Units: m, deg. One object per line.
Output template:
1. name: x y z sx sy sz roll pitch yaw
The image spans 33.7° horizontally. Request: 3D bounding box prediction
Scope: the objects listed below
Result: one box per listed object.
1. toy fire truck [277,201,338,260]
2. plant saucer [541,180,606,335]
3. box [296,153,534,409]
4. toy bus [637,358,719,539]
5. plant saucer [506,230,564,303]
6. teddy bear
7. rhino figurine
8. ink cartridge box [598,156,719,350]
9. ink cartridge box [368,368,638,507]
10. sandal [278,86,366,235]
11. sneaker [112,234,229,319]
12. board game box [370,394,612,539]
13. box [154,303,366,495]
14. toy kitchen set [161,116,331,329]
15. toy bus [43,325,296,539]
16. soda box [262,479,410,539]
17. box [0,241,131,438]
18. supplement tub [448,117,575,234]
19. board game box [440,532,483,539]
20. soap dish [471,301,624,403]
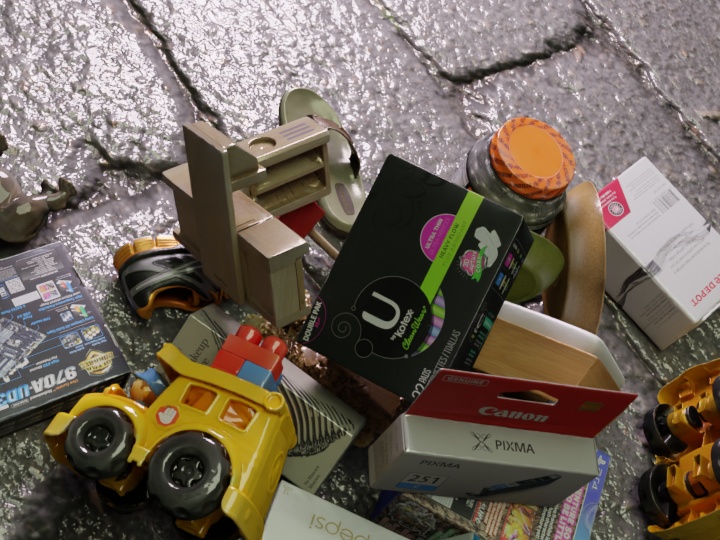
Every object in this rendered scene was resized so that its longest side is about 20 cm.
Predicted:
1. toy fire truck: 0.000 0.000 1.303 0.049 0.141 0.200 -50 125 -9
2. plant saucer: 0.237 -0.002 1.354 0.035 0.201 0.201 2 58 -4
3. box: 0.058 0.017 1.149 0.148 0.124 0.201 26 88 16
4. toy bus: 0.426 0.227 1.338 0.191 0.136 0.201 30 49 -20
5. plant saucer: 0.121 -0.002 1.299 0.199 0.200 0.031 15 67 -15
6. teddy bear: -0.041 0.101 1.251 0.199 0.067 0.145 27 48 3
7. rhino figurine: -0.395 -0.101 1.216 0.199 0.060 0.088 34 63 3
8. ink cartridge box: 0.366 -0.021 1.486 0.145 0.083 0.200 -34 77 -36
9. ink cartridge box: 0.128 0.158 1.087 0.199 0.176 0.045 9 57 -18
10. sandal: -0.032 -0.136 1.399 0.079 0.057 0.202 -12 66 -30
11. sneaker: -0.156 0.005 1.250 0.199 0.078 0.078 -9 62 -16
12. board game box: 0.134 0.226 1.219 0.199 0.097 0.160 29 53 -4
13. box: -0.098 0.125 1.172 0.199 0.082 0.068 35 14 6
14. toy kitchen set: -0.072 -0.087 1.140 0.180 0.164 0.200 -25 40 -27
15. toy bus: -0.154 0.133 1.076 0.199 0.136 0.193 19 67 14
16. soda box: -0.007 0.281 1.144 0.199 0.064 0.068 26 53 -7
17. box: -0.343 0.073 1.137 0.199 0.046 0.159 -22 70 -33
18. supplement tub: 0.155 -0.076 1.354 0.122 0.200 0.123 11 56 -17
19. board game box: 0.136 0.358 1.111 0.200 0.064 0.148 37 49 -28
20. soap dish: 0.169 0.097 1.246 0.199 0.157 0.082 22 77 31
